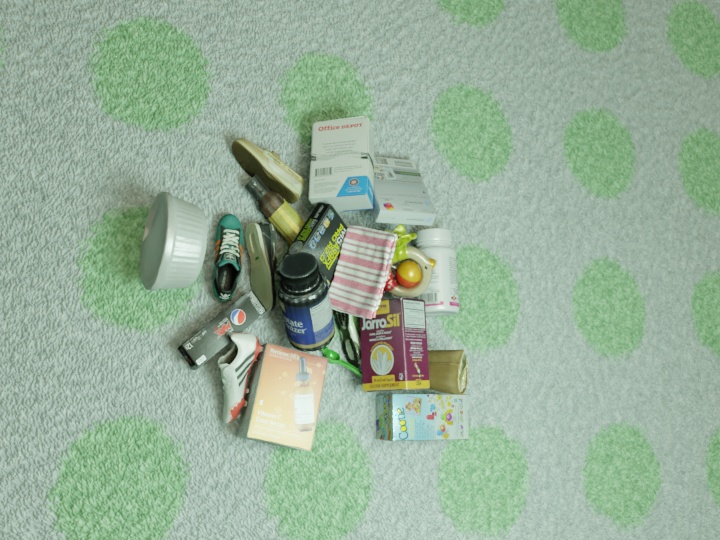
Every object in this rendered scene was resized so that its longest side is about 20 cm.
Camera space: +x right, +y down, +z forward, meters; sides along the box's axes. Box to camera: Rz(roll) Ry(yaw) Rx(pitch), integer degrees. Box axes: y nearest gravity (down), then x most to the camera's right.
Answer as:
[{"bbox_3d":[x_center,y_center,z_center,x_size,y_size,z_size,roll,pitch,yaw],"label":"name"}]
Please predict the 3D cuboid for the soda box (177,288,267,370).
[{"bbox_3d":[-0.301,0.129,1.560,0.199,0.071,0.064,-40,94,-24],"label":"soda box"}]

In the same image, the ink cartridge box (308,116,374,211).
[{"bbox_3d":[-0.042,-0.250,1.689,0.142,0.085,0.205,-3,68,13],"label":"ink cartridge box"}]

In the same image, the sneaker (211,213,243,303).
[{"bbox_3d":[-0.292,-0.033,1.591,0.070,0.080,0.206,6,77,-20],"label":"sneaker"}]

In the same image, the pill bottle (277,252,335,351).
[{"bbox_3d":[-0.119,0.067,1.538,0.110,0.111,0.204,-29,132,-24],"label":"pill bottle"}]

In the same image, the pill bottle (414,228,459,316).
[{"bbox_3d":[0.184,0.006,1.761,0.111,0.113,0.206,3,79,-21],"label":"pill bottle"}]

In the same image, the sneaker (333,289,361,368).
[{"bbox_3d":[-0.006,0.124,1.691,0.087,0.076,0.205,-11,90,-34],"label":"sneaker"}]

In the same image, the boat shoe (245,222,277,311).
[{"bbox_3d":[-0.213,-0.009,1.628,0.067,0.071,0.206,-4,85,-47],"label":"boat shoe"}]

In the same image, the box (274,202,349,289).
[{"bbox_3d":[-0.094,-0.028,1.649,0.202,0.044,0.161,-58,135,-22],"label":"box"}]

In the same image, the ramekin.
[{"bbox_3d":[-0.392,-0.056,1.499,0.092,0.201,0.208,9,76,-31],"label":"ramekin"}]

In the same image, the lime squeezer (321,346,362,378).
[{"bbox_3d":[-0.066,0.172,1.649,0.037,0.070,0.203,-29,90,-42],"label":"lime squeezer"}]

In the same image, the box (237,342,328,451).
[{"bbox_3d":[-0.171,0.279,1.565,0.149,0.106,0.205,15,74,-18],"label":"box"}]

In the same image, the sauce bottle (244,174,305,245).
[{"bbox_3d":[-0.190,-0.135,1.663,0.065,0.064,0.201,-44,99,-23],"label":"sauce bottle"}]

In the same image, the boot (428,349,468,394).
[{"bbox_3d":[0.159,0.193,1.669,0.065,0.196,0.180,8,82,-52],"label":"boot"}]

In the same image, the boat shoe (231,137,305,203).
[{"bbox_3d":[-0.215,-0.244,1.677,0.199,0.074,0.067,42,55,-11],"label":"boat shoe"}]

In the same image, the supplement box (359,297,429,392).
[{"bbox_3d":[0.077,0.172,1.629,0.102,0.129,0.206,9,74,-51],"label":"supplement box"}]

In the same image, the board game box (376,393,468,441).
[{"bbox_3d":[0.144,0.346,1.682,0.195,0.103,0.108,5,78,-21],"label":"board game box"}]

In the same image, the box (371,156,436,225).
[{"bbox_3d":[0.088,-0.198,1.750,0.152,0.042,0.203,2,46,-22],"label":"box"}]

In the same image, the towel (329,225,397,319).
[{"bbox_3d":[0.000,0.000,1.620,0.030,0.144,0.205,24,81,-51],"label":"towel"}]

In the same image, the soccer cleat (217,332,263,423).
[{"bbox_3d":[-0.275,0.228,1.529,0.084,0.068,0.204,16,98,-30],"label":"soccer cleat"}]

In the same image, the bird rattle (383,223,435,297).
[{"bbox_3d":[0.088,0.004,1.682,0.160,0.113,0.204,24,107,0],"label":"bird rattle"}]
